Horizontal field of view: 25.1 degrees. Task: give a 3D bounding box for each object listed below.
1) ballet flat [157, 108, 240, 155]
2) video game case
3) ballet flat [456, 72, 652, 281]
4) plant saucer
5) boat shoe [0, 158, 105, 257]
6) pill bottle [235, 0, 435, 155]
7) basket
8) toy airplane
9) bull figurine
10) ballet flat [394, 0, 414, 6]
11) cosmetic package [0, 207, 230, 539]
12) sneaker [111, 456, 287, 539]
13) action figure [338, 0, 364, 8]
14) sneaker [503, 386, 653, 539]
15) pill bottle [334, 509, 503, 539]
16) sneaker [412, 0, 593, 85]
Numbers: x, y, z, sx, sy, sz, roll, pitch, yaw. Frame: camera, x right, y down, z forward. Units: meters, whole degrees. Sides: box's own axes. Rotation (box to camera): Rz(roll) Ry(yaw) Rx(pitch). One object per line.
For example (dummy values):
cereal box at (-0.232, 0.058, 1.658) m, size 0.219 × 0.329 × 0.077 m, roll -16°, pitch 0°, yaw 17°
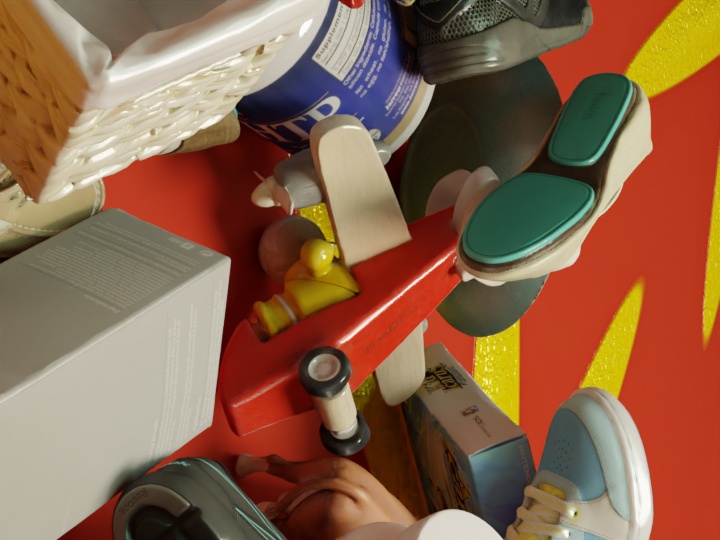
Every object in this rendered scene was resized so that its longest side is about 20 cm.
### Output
ballet flat at (-0.138, -0.102, 0.844) m, size 0.200 × 0.067 × 0.073 m, roll 45°, pitch 49°, yaw -44°
video game case at (0.085, 0.173, 1.108) m, size 0.045 × 0.181 × 0.202 m, roll -19°, pitch 110°, yaw -10°
ballet flat at (0.121, -0.040, 0.962) m, size 0.200 × 0.069 × 0.070 m, roll -49°, pitch 128°, yaw -36°
plant saucer at (0.070, -0.057, 1.093) m, size 0.038 × 0.200 × 0.204 m, roll 4°, pitch 84°, yaw -29°
boat shoe at (-0.183, -0.049, 0.770) m, size 0.199 × 0.064 × 0.073 m, roll 19°, pitch 72°, yaw -56°
pill bottle at (-0.051, -0.144, 0.940) m, size 0.199 × 0.118 × 0.121 m, roll 30°, pitch 64°, yaw -53°
basket at (-0.131, -0.150, 0.715) m, size 0.135 × 0.123 × 0.201 m, roll -29°, pitch 80°, yaw -33°
toy airplane at (0.000, 0.000, 0.992) m, size 0.198 × 0.141 × 0.202 m, roll -1°, pitch 118°, yaw -52°
bull figurine at (0.002, 0.177, 1.003) m, size 0.201 × 0.120 × 0.066 m, roll 57°, pitch 44°, yaw -39°
ballet flat at (-0.015, -0.225, 0.857) m, size 0.072 × 0.071 × 0.202 m, roll -55°, pitch 143°, yaw -44°
cosmetic package at (-0.151, 0.057, 0.774) m, size 0.199 × 0.089 × 0.108 m, roll -29°, pitch 136°, yaw -54°
sneaker at (-0.041, 0.175, 0.810) m, size 0.201 × 0.075 × 0.079 m, roll 56°, pitch 19°, yaw -1°
action figure at (-0.085, -0.190, 0.805) m, size 0.065 × 0.198 × 0.100 m, roll -11°, pitch 111°, yaw -51°
sneaker at (0.100, 0.172, 0.961) m, size 0.129 × 0.079 × 0.203 m, roll -2°, pitch 99°, yaw -34°
pill bottle at (-0.004, 0.209, 0.897) m, size 0.112 × 0.199 × 0.114 m, roll 26°, pitch 47°, yaw -31°
sneaker at (0.086, -0.187, 1.005) m, size 0.199 × 0.075 × 0.116 m, roll -26°, pitch 107°, yaw -57°
